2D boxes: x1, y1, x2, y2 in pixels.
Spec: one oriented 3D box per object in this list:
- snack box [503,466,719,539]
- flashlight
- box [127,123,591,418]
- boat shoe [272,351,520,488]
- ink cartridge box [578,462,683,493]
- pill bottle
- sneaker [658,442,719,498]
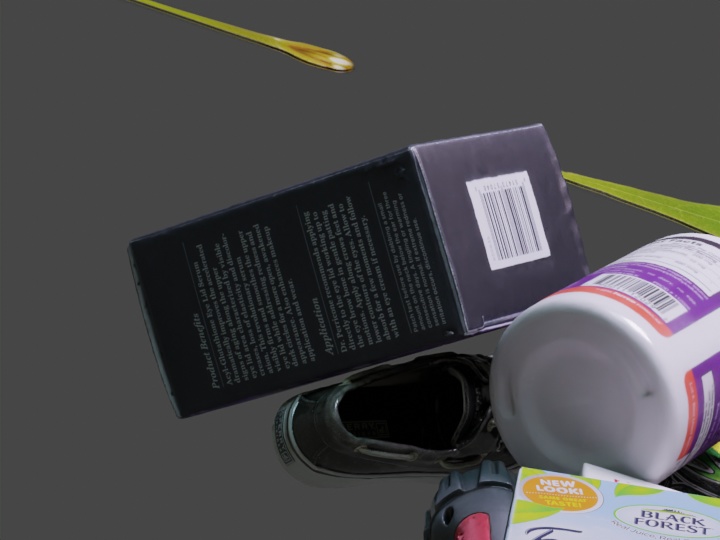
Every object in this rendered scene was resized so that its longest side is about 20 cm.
[{"bbox_3d":[0.122,0.158,1.087,0.142,0.053,0.200,10,24,5],"label":"snack box"},{"bbox_3d":[0.055,0.150,1.275,0.068,0.068,0.200,31,12,-8],"label":"flashlight"},{"bbox_3d":[0.000,0.000,1.438,0.200,0.105,0.148,-18,-2,34],"label":"box"},{"bbox_3d":[0.049,0.080,1.427,0.200,0.071,0.064,-7,-15,-39],"label":"boat shoe"},{"bbox_3d":[0.187,0.180,1.262,0.199,0.083,0.147,17,19,-2],"label":"ink cartridge box"},{"bbox_3d":[0.163,0.044,1.406,0.111,0.112,0.200,26,27,26],"label":"pill bottle"},{"bbox_3d":[0.187,0.134,1.435,0.085,0.078,0.200,-5,19,-35],"label":"sneaker"}]
